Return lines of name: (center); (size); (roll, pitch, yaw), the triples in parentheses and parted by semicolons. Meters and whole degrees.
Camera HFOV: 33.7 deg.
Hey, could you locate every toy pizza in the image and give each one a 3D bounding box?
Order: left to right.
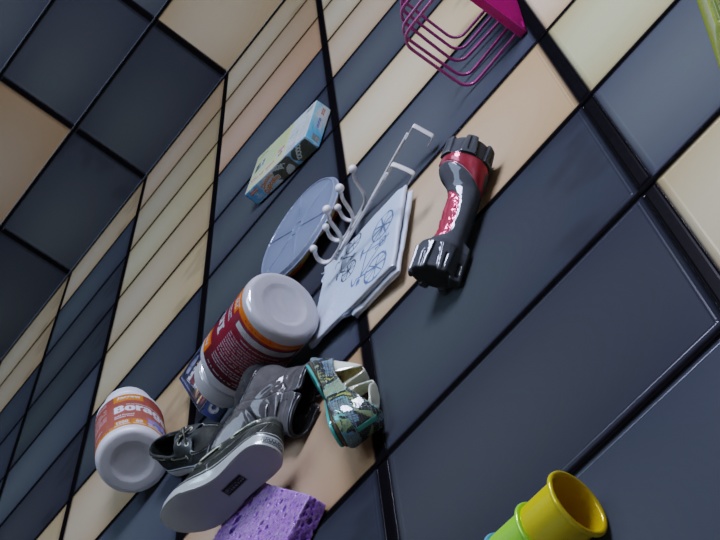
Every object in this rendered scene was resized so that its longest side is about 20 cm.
toy pizza: (-0.090, -0.060, 1.892); (0.200, 0.032, 0.200); (-47, 22, 25)

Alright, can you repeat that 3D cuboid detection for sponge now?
sponge: (-0.114, 0.303, 1.374); (0.112, 0.030, 0.200); (-60, 20, -16)

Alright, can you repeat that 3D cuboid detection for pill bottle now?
pill bottle: (-0.366, 0.261, 1.893); (0.112, 0.112, 0.200); (-53, 20, 6)
pill bottle: (-0.150, 0.102, 1.636); (0.200, 0.113, 0.113); (-49, 19, 39)

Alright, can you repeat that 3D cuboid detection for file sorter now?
file sorter: (0.138, -0.375, 1.724); (0.125, 0.139, 0.200); (-49, 21, 25)

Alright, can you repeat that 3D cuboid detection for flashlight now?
flashlight: (0.105, -0.070, 1.411); (0.068, 0.068, 0.201); (-27, 33, 50)

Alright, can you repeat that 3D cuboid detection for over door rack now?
over door rack: (0.007, -0.115, 1.656); (0.200, 0.067, 0.148); (-46, 9, 32)

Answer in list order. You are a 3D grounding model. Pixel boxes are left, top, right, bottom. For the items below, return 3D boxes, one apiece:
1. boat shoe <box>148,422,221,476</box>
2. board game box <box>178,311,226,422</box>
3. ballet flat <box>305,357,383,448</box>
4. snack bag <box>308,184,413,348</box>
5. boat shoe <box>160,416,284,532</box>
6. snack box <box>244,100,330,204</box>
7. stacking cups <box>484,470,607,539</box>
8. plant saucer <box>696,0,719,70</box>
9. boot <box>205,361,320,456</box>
boat shoe: (-0.244, 0.252, 1.710); (0.200, 0.057, 0.069); (-30, 32, 50)
board game box: (-0.217, 0.146, 1.849); (0.136, 0.035, 0.200); (-56, 20, -3)
ballet flat: (-0.014, 0.143, 1.372); (0.074, 0.074, 0.200); (-52, 22, 8)
snack bag: (0.000, 0.000, 1.610); (0.200, 0.021, 0.189); (-45, 21, 33)
boat shoe: (-0.163, 0.248, 1.441); (0.200, 0.071, 0.064); (-37, 25, 23)
snack box: (-0.139, -0.222, 2.250); (0.200, 0.037, 0.116); (-39, 25, 38)
stacking cups: (0.107, 0.244, 0.938); (0.200, 0.060, 0.061); (-50, 20, 24)
plant saucer: (0.398, -0.298, 1.137); (0.200, 0.048, 0.200); (-43, 24, 31)
boot: (-0.120, 0.204, 1.498); (0.131, 0.070, 0.201); (-5, 63, 48)
